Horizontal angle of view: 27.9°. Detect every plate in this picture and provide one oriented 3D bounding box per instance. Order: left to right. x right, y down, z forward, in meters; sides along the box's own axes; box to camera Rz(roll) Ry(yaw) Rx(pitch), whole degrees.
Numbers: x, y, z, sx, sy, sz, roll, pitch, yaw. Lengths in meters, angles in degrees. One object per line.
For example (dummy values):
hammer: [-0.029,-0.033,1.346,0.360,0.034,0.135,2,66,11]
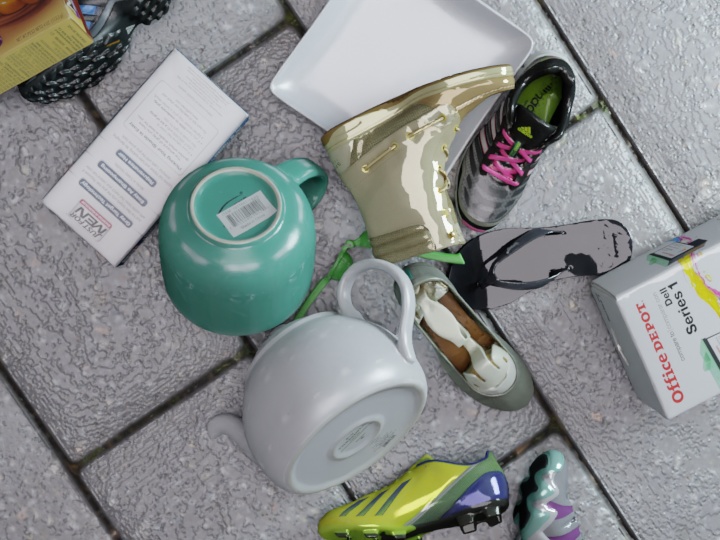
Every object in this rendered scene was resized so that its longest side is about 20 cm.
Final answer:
plate: [0.041,-0.206,1.461,0.199,0.032,0.201,35,90,-4]

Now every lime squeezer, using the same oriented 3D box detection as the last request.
lime squeezer: [0.000,0.000,1.466,0.199,0.038,0.071,-25,107,2]

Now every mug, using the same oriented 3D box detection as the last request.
mug: [-0.116,-0.045,1.393,0.151,0.115,0.186,8,59,1]

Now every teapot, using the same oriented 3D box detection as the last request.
teapot: [-0.039,0.108,1.412,0.199,0.198,0.146,-25,60,-22]

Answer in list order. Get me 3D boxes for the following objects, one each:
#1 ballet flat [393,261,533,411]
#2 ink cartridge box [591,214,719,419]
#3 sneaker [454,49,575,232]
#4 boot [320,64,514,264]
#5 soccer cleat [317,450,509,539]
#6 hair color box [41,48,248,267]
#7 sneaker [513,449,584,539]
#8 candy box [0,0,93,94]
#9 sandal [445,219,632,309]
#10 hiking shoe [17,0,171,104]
ballet flat: [0.105,0.077,1.445,0.067,0.064,0.200,-40,106,5]
ink cartridge box: [0.355,0.038,1.458,0.199,0.084,0.146,-27,103,-2]
sneaker: [0.156,-0.132,1.444,0.073,0.087,0.201,29,91,-5]
boot: [0.079,-0.102,1.409,0.199,0.073,0.156,-23,89,4]
soccer cleat: [0.052,0.234,1.478,0.198,0.065,0.084,-11,64,1]
hair color box: [-0.211,-0.110,1.434,0.100,0.061,0.200,42,89,-4]
sneaker: [0.224,0.287,1.480,0.139,0.078,0.202,9,101,-6]
candy box: [-0.367,-0.228,1.386,0.199,0.056,0.117,-27,68,7]
sandal: [0.180,-0.013,1.474,0.199,0.043,0.077,-16,94,-3]
hiking shoe: [-0.267,-0.249,1.430,0.200,0.074,0.087,-42,71,-1]
